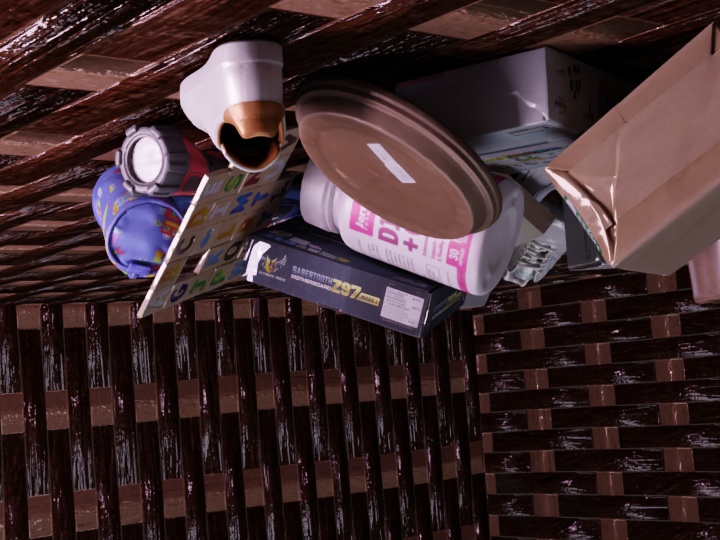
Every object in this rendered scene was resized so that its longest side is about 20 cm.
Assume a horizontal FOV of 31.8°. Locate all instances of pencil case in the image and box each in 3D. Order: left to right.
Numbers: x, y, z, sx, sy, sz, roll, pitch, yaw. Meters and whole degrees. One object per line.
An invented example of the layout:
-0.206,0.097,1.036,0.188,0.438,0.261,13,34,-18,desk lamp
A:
-0.222,-0.049,1.251,0.077,0.088,0.200,10,-169,-18,pencil case

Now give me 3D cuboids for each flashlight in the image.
-0.147,-0.102,1.208,0.067,0.069,0.199,2,-175,28,flashlight

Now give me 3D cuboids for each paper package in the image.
0.274,-0.090,1.045,0.190,0.104,0.199,-41,161,19,paper package

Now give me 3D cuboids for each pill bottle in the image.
0.048,-0.060,1.221,0.197,0.115,0.113,20,-176,22,pill bottle

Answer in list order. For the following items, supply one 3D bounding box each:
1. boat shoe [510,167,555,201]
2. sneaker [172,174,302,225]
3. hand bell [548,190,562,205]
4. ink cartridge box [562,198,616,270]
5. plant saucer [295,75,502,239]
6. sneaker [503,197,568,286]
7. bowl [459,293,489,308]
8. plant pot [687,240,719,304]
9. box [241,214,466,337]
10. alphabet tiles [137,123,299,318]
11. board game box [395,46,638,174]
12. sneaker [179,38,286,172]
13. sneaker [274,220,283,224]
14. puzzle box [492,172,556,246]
0.181,-0.116,1.392,0.066,0.075,0.200,18,165,-12,boat shoe
-0.125,-0.069,1.354,0.198,0.080,0.075,0,-157,-40,sneaker
0.215,-0.103,1.523,0.197,0.106,0.104,7,-179,28,hand bell
0.325,-0.080,1.387,0.196,0.148,0.087,-4,176,-17,ink cartridge box
0.026,-0.087,1.054,0.198,0.030,0.201,29,162,11,plant saucer
0.215,-0.028,1.495,0.070,0.081,0.200,28,167,5,sneaker
0.061,-0.042,1.456,0.199,0.075,0.199,36,-166,23,bowl
0.388,-0.073,1.228,0.196,0.202,0.200,-4,175,0,plant pot
0.000,0.000,1.281,0.197,0.052,0.157,19,-164,17,box
-0.122,-0.051,1.201,0.167,0.008,0.201,-25,150,-57,alphabet tiles
0.143,-0.133,1.102,0.146,0.066,0.199,-7,173,34,board game box
-0.099,-0.113,0.979,0.071,0.086,0.200,-5,177,-11,sneaker
-0.103,-0.068,1.577,0.085,0.076,0.199,-8,178,-28,sneaker
0.137,-0.081,1.420,0.133,0.026,0.200,41,171,-3,puzzle box
